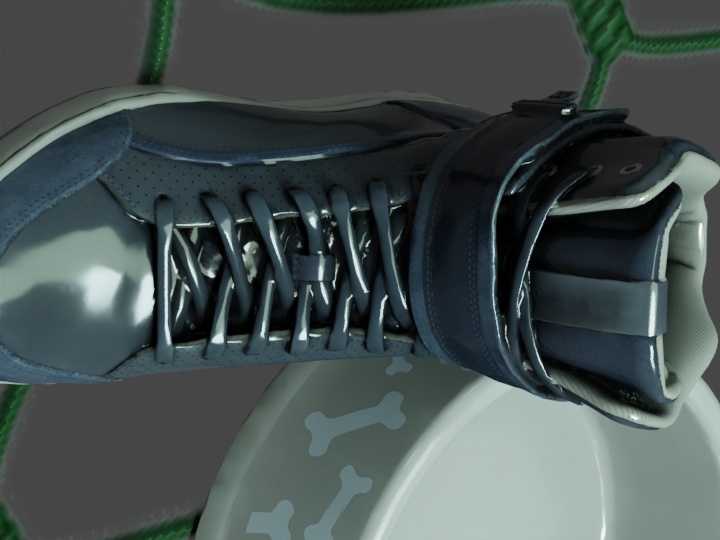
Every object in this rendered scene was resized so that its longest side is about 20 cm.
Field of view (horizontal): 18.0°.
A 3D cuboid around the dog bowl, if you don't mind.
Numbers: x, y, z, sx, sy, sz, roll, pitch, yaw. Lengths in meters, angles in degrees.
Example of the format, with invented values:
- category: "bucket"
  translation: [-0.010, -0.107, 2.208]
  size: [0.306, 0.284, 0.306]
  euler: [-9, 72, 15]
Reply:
- category: "dog bowl"
  translation: [0.042, 0.098, 0.699]
  size: [0.200, 0.059, 0.201]
  euler: [-12, 109, -38]

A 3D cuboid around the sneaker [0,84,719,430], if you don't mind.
- category: "sneaker"
  translation: [0.000, -0.002, 0.577]
  size: [0.202, 0.146, 0.077]
  euler: [-14, 113, -36]
